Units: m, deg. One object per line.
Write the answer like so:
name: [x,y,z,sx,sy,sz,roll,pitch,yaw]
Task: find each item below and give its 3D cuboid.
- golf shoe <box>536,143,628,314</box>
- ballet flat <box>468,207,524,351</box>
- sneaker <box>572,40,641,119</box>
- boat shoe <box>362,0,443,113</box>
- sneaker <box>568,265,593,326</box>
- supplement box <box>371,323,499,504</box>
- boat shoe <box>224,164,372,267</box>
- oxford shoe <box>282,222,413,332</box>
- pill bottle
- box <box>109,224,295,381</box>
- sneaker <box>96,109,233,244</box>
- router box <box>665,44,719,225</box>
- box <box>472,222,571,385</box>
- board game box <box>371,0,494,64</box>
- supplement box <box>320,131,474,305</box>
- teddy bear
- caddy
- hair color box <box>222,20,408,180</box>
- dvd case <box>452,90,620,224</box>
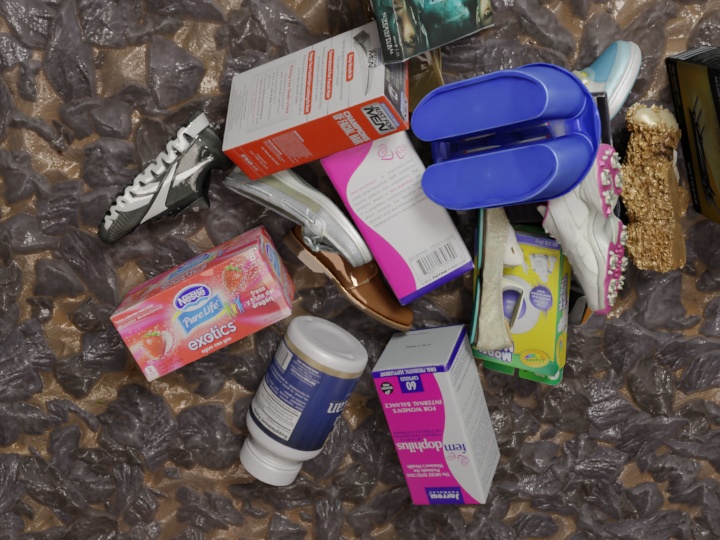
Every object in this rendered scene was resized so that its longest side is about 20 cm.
golf shoe: [0.248,-0.045,0.892,0.091,0.075,0.202,5,119,33]
ballet flat: [0.165,0.001,0.947,0.061,0.068,0.203,3,113,6]
sneaker: [0.222,-0.203,0.924,0.130,0.080,0.201,33,104,-14]
boat shoe: [0.047,-0.280,0.897,0.073,0.067,0.202,-10,113,10]
sneaker: [0.266,-0.029,0.992,0.076,0.078,0.203,3,106,11]
supplement box: [0.100,0.185,1.016,0.100,0.103,0.202,-9,111,25]
boat shoe: [-0.070,-0.066,0.928,0.201,0.074,0.065,40,87,12]
oxford shoe: [0.000,0.000,0.989,0.200,0.071,0.071,41,99,-13]
pill bottle: [-0.079,0.170,1.019,0.110,0.111,0.202,24,107,-10]
box: [-0.187,0.037,0.977,0.198,0.103,0.095,-25,108,7]
sneaker: [-0.228,-0.090,0.950,0.090,0.067,0.200,43,100,-12]
router box: [0.420,-0.147,0.909,0.052,0.157,0.202,-18,108,4]
box: [0.198,0.046,0.995,0.116,0.048,0.203,11,114,33]
board game box: [0.076,-0.305,0.835,0.028,0.199,0.137,2,115,38]
supplement box: [0.042,-0.080,0.946,0.100,0.104,0.201,-27,109,8]
teddy bear: [0.342,-0.099,0.949,0.066,0.145,0.203,-1,110,39]
caddy: [0.150,-0.138,0.841,0.198,0.104,0.143,-5,99,38]
hair color box: [-0.048,-0.183,0.866,0.198,0.112,0.064,-14,146,26]
dvd case: [0.188,-0.123,0.914,0.198,0.016,0.150,0,124,28]
